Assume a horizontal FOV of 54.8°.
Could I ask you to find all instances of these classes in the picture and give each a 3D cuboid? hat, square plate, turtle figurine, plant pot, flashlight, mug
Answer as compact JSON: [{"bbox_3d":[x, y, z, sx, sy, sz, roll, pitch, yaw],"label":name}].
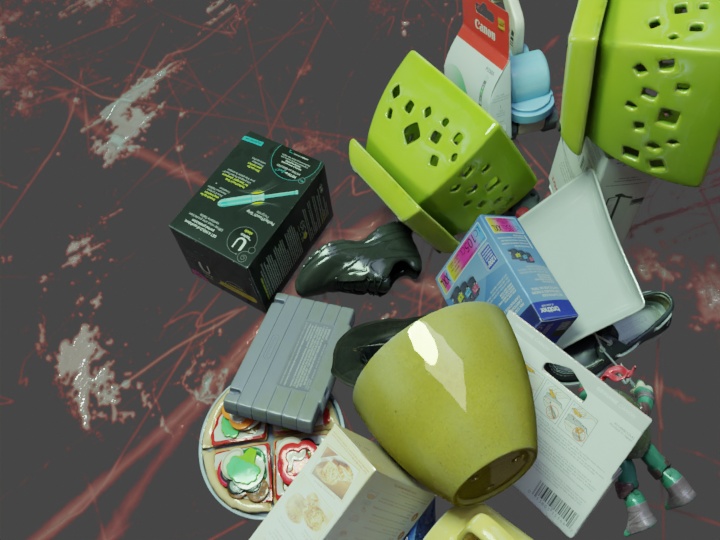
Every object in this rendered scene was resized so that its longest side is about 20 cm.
[{"bbox_3d":[0.055,0.129,0.895,0.194,0.083,0.201,-12,18,4],"label":"hat"},{"bbox_3d":[0.267,0.002,0.928,0.028,0.197,0.205,11,55,-37],"label":"square plate"},{"bbox_3d":[0.307,0.199,0.836,0.147,0.101,0.204,-29,70,4],"label":"turtle figurine"},{"bbox_3d":[0.106,0.156,0.732,0.195,0.203,0.144,-23,52,-10],"label":"plant pot"},{"bbox_3d":[0.110,-0.154,1.006,0.182,0.198,0.201,-47,57,8],"label":"plant pot"},{"bbox_3d":[0.259,-0.050,1.022,0.066,0.069,0.202,-6,49,-31],"label":"flashlight"},{"bbox_3d":[0.337,-0.247,0.815,0.176,0.201,0.204,11,58,18],"label":"plant pot"},{"bbox_3d":[0.143,0.317,0.728,0.152,0.190,0.147,39,31,28],"label":"mug"}]

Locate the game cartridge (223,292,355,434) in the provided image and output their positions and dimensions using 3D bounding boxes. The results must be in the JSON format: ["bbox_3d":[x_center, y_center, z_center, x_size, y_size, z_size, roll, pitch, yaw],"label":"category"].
[{"bbox_3d":[-0.089,0.120,0.937,0.126,0.039,0.202,14,45,9],"label":"game cartridge"}]

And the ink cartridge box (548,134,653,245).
[{"bbox_3d":[0.342,-0.147,0.990,0.082,0.202,0.149,-6,56,-2],"label":"ink cartridge box"}]

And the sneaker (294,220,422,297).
[{"bbox_3d":[0.000,0.000,1.007,0.195,0.077,0.092,-22,61,-8],"label":"sneaker"}]

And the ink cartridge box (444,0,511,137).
[{"bbox_3d":[0.181,-0.324,1.096,0.049,0.204,0.162,-20,41,-8],"label":"ink cartridge box"}]

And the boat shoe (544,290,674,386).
[{"bbox_3d":[0.329,0.085,0.927,0.197,0.061,0.076,-30,59,-13],"label":"boat shoe"}]

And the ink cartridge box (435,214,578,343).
[{"bbox_3d":[0.193,0.048,0.910,0.075,0.138,0.203,-4,52,-32],"label":"ink cartridge box"}]

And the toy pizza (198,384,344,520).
[{"bbox_3d":[-0.117,0.216,0.903,0.193,0.032,0.205,-2,58,4],"label":"toy pizza"}]

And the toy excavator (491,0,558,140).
[{"bbox_3d":[0.255,-0.345,1.123,0.097,0.202,0.199,-13,57,-4],"label":"toy excavator"}]

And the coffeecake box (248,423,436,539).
[{"bbox_3d":[-0.030,0.283,0.738,0.073,0.153,0.202,37,89,39],"label":"coffeecake box"}]

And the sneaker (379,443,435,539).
[{"bbox_3d":[0.046,0.279,0.834,0.076,0.070,0.205,-7,60,26],"label":"sneaker"}]

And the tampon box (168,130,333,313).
[{"bbox_3d":[-0.154,-0.074,1.034,0.147,0.127,0.202,25,64,20],"label":"tampon box"}]

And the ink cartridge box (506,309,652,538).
[{"bbox_3d":[0.218,0.174,0.818,0.199,0.179,0.044,40,27,29],"label":"ink cartridge box"}]
